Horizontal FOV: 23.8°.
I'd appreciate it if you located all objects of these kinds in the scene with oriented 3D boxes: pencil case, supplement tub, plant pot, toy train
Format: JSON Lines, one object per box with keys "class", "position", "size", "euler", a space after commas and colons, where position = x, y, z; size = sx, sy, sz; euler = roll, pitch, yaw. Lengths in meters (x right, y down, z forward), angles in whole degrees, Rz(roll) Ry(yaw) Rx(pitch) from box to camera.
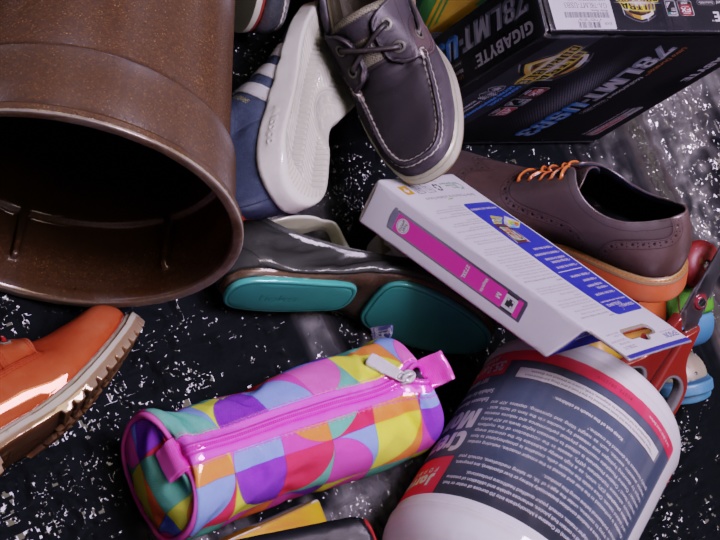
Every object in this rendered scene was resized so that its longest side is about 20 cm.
{"class": "pencil case", "position": [-0.042, 0.097, 1.021], "size": [0.200, 0.088, 0.088], "euler": [-18, 85, -34]}
{"class": "supplement tub", "position": [0.100, 0.152, 1.057], "size": [0.140, 0.140, 0.200], "euler": [44, 56, -13]}
{"class": "plant pot", "position": [-0.155, -0.112, 0.963], "size": [0.200, 0.200, 0.198], "euler": [21, 56, -25]}
{"class": "toy train", "position": [0.162, 0.049, 1.177], "size": [0.200, 0.085, 0.116], "euler": [-13, 98, -31]}

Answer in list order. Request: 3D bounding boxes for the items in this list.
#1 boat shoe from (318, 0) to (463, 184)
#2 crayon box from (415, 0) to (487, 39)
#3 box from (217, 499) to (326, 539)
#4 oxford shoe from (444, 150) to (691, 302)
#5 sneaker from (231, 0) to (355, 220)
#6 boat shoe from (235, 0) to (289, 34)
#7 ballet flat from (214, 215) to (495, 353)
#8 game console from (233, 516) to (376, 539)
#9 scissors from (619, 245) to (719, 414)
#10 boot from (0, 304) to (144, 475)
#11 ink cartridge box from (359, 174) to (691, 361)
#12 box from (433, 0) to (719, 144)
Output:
{"class": "boat shoe", "position": [0.009, -0.148, 1.079], "size": [0.065, 0.072, 0.200], "euler": [25, 46, -55]}
{"class": "crayon box", "position": [0.103, -0.189, 1.133], "size": [0.126, 0.200, 0.052], "euler": [-5, 77, -33]}
{"class": "box", "position": [-0.042, 0.249, 1.000], "size": [0.119, 0.041, 0.200], "euler": [-20, 88, -35]}
{"class": "oxford shoe", "position": [0.128, -0.050, 1.130], "size": [0.200, 0.073, 0.071], "euler": [21, 43, 20]}
{"class": "sneaker", "position": [-0.059, -0.102, 1.087], "size": [0.075, 0.084, 0.200], "euler": [59, 28, -27]}
{"class": "boat shoe", "position": [-0.050, -0.241, 1.137], "size": [0.063, 0.071, 0.200], "euler": [18, 61, -29]}
{"class": "ballet flat", "position": [0.000, 0.000, 1.092], "size": [0.200, 0.068, 0.068], "euler": [14, 55, -28]}
{"class": "game console", "position": [-0.073, 0.240, 0.944], "size": [0.200, 0.031, 0.177], "euler": [-10, 81, -12]}
{"class": "scissors", "position": [0.226, 0.034, 1.161], "size": [0.073, 0.014, 0.200], "euler": [40, 86, -30]}
{"class": "boot", "position": [-0.207, 0.059, 0.939], "size": [0.107, 0.075, 0.200], "euler": [45, 48, 6]}
{"class": "ink cartridge box", "position": [0.101, 0.005, 1.059], "size": [0.200, 0.037, 0.095], "euler": [35, 22, 26]}
{"class": "box", "position": [0.138, -0.138, 1.139], "size": [0.198, 0.200, 0.050], "euler": [-3, 75, -34]}
